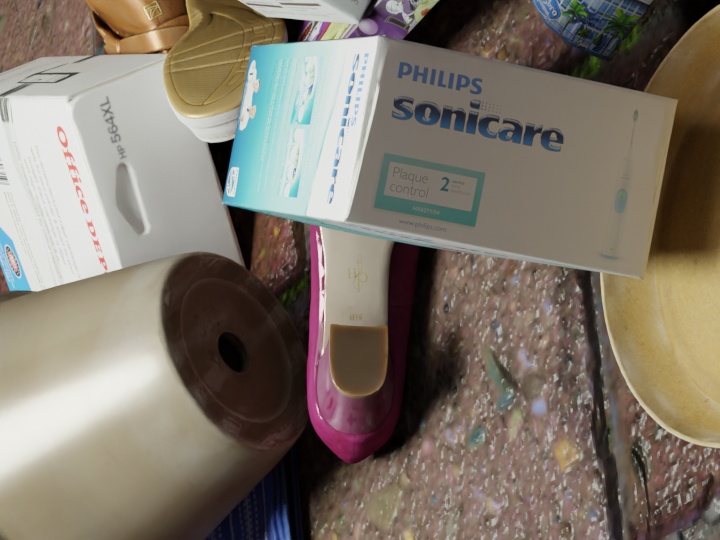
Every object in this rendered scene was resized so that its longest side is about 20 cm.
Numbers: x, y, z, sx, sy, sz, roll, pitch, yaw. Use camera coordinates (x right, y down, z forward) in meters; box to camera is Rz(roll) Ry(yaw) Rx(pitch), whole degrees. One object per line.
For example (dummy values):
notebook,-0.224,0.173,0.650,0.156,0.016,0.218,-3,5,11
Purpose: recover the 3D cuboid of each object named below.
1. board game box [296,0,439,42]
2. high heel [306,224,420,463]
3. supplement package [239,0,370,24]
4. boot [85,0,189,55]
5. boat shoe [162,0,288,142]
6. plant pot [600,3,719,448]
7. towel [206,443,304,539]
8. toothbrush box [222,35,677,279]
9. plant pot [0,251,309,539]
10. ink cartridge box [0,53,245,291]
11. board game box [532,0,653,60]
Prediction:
board game box,0.020,-0.161,1.309,0.200,0.032,0.120,-44,16,44
high heel,0.000,0.000,1.314,0.096,0.067,0.201,98,-178,-62
supplement package,-0.026,-0.246,1.307,0.201,0.111,0.156,-64,21,-3
boot,-0.141,-0.157,1.576,0.155,0.073,0.200,63,178,6
boat shoe,-0.069,-0.113,1.418,0.200,0.070,0.070,-85,-16,-62
plant pot,0.173,-0.022,1.052,0.200,0.027,0.201,-28,56,53
towel,-0.090,0.173,1.433,0.200,0.024,0.145,-39,48,48
toothbrush box,0.036,-0.054,1.142,0.200,0.146,0.086,-171,92,-70
plant pot,-0.125,0.079,1.354,0.173,0.200,0.201,-30,54,32
ink cartridge box,-0.166,-0.053,1.521,0.200,0.084,0.147,8,119,58
board game box,0.127,-0.237,1.116,0.201,0.061,0.200,-94,27,-44
